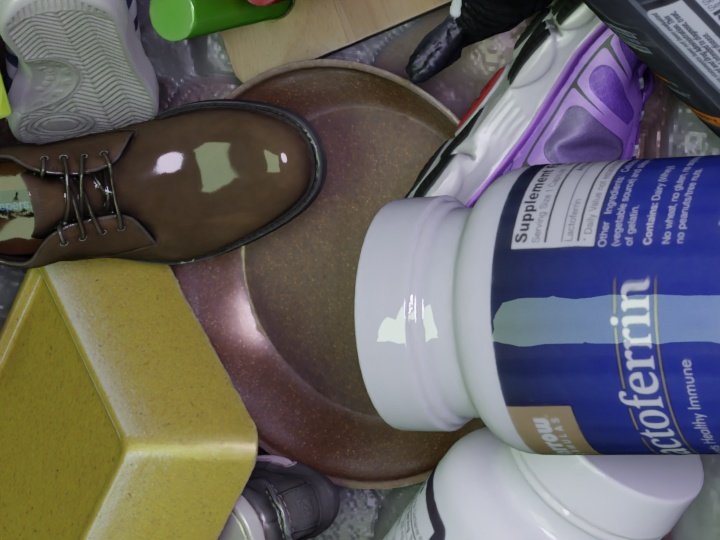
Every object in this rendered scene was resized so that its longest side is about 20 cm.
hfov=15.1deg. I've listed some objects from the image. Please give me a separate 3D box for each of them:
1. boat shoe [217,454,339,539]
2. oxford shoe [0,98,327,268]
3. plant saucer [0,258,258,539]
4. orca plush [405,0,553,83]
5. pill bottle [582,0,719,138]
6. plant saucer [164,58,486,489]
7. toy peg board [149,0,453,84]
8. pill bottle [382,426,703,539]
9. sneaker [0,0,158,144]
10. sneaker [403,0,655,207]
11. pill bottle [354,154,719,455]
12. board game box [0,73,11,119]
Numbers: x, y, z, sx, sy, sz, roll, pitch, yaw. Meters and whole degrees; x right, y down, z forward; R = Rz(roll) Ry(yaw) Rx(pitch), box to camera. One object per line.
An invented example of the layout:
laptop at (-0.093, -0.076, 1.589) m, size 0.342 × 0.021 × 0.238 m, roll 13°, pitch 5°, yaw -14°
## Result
boat shoe at (-0.081, 0.122, 1.319) m, size 0.200 × 0.057 × 0.067 m, roll -6°, pitch 102°, yaw 56°
oxford shoe at (-0.113, -0.031, 1.239) m, size 0.199 × 0.084 × 0.073 m, roll -11°, pitch 95°, yaw 17°
plant saucer at (-0.138, 0.090, 1.303) m, size 0.200 × 0.048 × 0.200 m, roll -63°, pitch 40°, yaw 29°
orca plush at (0.057, -0.134, 1.096) m, size 0.200 × 0.105 × 0.071 m, roll 120°, pitch 149°, yaw -50°
pill bottle at (0.137, -0.124, 1.031) m, size 0.106 × 0.200 × 0.106 m, roll -24°, pitch 46°, yaw 28°
plant saucer at (0.000, 0.000, 1.256) m, size 0.200 × 0.037 × 0.201 m, roll 8°, pitch 105°, yaw 31°
toy peg board at (-0.029, -0.199, 1.189) m, size 0.199 × 0.098 × 0.200 m, roll -19°, pitch 91°, yaw 35°
pill bottle at (0.063, 0.140, 1.204) m, size 0.111 × 0.111 × 0.200 m, roll 44°, pitch 121°, yaw 16°
sneaker at (-0.133, -0.121, 1.253) m, size 0.075 × 0.200 × 0.085 m, roll -5°, pitch 71°, yaw -7°
sneaker at (0.093, -0.062, 1.155) m, size 0.083 × 0.081 × 0.200 m, roll 35°, pitch 105°, yaw -7°
pill bottle at (0.105, 0.014, 1.059) m, size 0.199 × 0.116 × 0.116 m, roll -2°, pitch 101°, yaw 25°
board game box at (-0.223, -0.109, 1.301) m, size 0.200 × 0.048 × 0.102 m, roll 175°, pitch 79°, yaw -70°
